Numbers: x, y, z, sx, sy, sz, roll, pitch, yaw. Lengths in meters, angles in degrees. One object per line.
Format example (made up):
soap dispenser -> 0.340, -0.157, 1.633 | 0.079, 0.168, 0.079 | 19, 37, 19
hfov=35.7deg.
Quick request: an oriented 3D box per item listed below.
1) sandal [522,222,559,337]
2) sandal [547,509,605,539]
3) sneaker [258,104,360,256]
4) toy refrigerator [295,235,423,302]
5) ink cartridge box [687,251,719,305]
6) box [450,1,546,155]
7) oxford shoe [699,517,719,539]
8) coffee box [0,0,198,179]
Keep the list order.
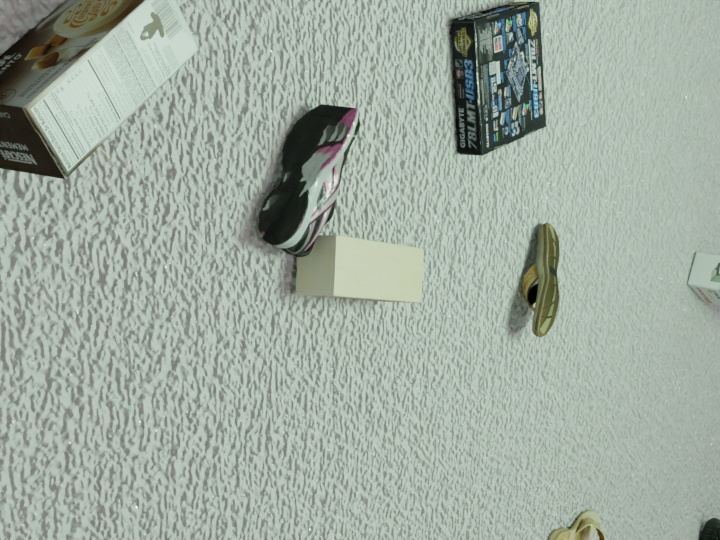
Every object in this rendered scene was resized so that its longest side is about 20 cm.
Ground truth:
sandal -> 0.301, 0.017, 1.893 | 0.080, 0.053, 0.202 | 36, 54, -56
sandal -> 0.438, 0.522, 2.167 | 0.211, 0.069, 0.079 | -3, 100, -53
sneaker -> -0.058, -0.108, 1.371 | 0.201, 0.080, 0.086 | -61, 152, -12
toy refrigerator -> 0.000, 0.000, 1.465 | 0.199, 0.069, 0.077 | 5, 86, -54
ink cartridge box -> 0.858, 0.033, 2.519 | 0.145, 0.198, 0.085 | 32, 74, -51
box -> 0.213, -0.295, 1.701 | 0.198, 0.049, 0.202 | -29, 120, -48
oxford shoe -> 0.900, 0.702, 2.844 | 0.085, 0.072, 0.202 | -54, 141, -55
coffee box -> -0.261, -0.182, 1.034 | 0.200, 0.113, 0.080 | -52, 135, -32
